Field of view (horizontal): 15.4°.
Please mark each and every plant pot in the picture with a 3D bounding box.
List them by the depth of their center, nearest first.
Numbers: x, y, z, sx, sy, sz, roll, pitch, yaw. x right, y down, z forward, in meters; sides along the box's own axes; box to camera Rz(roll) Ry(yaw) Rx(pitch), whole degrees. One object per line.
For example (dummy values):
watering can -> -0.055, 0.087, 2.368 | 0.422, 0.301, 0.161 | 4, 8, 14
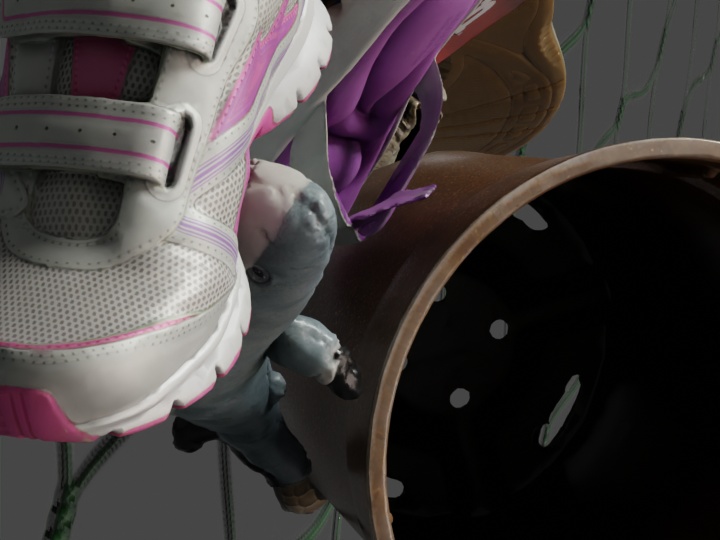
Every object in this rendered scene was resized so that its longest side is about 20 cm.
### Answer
plant pot -> 0.065, 0.042, 0.940 | 0.198, 0.200, 0.201 | -155, -106, -69

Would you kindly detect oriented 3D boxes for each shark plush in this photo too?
shark plush -> -0.039, 0.028, 0.807 | 0.200, 0.083, 0.091 | 86, 19, -49

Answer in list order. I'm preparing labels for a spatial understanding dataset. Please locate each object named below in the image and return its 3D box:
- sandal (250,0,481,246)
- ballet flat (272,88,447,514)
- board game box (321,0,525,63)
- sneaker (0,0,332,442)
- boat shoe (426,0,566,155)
sandal -> 0.001, -0.041, 0.861 | 0.082, 0.050, 0.203 | -30, 162, -33
ballet flat -> 0.000, 0.000, 1.042 | 0.067, 0.046, 0.200 | -13, 114, -76
board game box -> 0.001, -0.088, 0.886 | 0.103, 0.019, 0.200 | -36, 169, 7
sneaker -> -0.063, -0.044, 0.678 | 0.088, 0.081, 0.200 | 82, 16, -45
boat shoe -> 0.044, -0.109, 1.094 | 0.200, 0.074, 0.069 | 95, -16, -64
